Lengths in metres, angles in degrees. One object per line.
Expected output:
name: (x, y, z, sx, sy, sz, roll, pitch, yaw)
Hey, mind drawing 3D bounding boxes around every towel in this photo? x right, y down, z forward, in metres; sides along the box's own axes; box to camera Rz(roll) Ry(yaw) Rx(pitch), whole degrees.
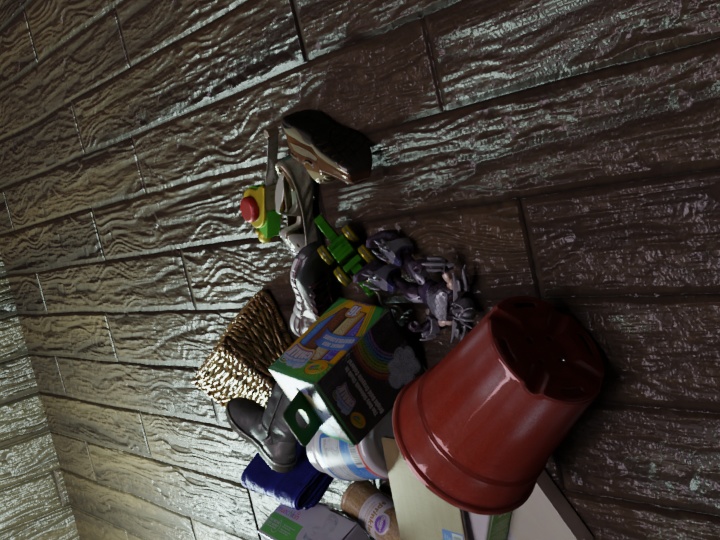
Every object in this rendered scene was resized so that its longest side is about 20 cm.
towel: (-0.106, 0.324, 1.782, 0.050, 0.148, 0.200, 49, 156, -25)

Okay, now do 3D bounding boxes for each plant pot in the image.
plant pot: (0.168, 0.146, 1.233, 0.201, 0.200, 0.196, 56, 136, 24)

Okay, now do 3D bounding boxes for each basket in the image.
basket: (-0.183, 0.153, 1.873, 0.143, 0.149, 0.200, 37, 145, -6)

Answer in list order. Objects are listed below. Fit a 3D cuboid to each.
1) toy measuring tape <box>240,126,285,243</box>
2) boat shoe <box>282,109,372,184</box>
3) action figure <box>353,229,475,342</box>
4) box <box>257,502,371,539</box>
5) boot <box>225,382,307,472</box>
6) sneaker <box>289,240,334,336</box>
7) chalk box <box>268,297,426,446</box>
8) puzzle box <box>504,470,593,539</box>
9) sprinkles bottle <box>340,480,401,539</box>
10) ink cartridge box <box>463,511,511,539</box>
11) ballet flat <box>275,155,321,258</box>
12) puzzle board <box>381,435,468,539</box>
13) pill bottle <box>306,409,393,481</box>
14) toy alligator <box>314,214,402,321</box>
toy measuring tape: (-0.155, -0.138, 1.687, 0.073, 0.073, 0.201, 34, 132, 44)
boat shoe: (-0.044, -0.163, 1.511, 0.200, 0.075, 0.074, 44, 144, 49)
action figure: (0.080, 0.024, 1.407, 0.200, 0.069, 0.131, 34, 127, 41)
box: (-0.041, 0.467, 1.719, 0.200, 0.097, 0.177, 9, 139, 55)
boot: (-0.134, 0.202, 1.710, 0.182, 0.072, 0.201, 37, 129, 28)
sneaker: (-0.047, 0.053, 1.622, 0.115, 0.075, 0.201, 43, 148, 31)
chalk box: (-0.033, 0.153, 1.488, 0.124, 0.200, 0.125, 12, 139, 54)
puzzle box: (0.206, 0.297, 1.382, 0.200, 0.025, 0.133, 55, 145, 25)
sprinkles bottle: (0.051, 0.390, 1.623, 0.200, 0.068, 0.069, 26, 126, 50)
ink cartridge box: (0.131, 0.352, 1.454, 0.145, 0.048, 0.201, 38, 134, 43)
ballet flat: (-0.102, -0.080, 1.637, 0.067, 0.062, 0.201, 21, 122, 52)
puzzle board: (0.095, 0.327, 1.444, 0.150, 0.017, 0.201, -2, 101, 56)
pill bottle: (-0.001, 0.258, 1.599, 0.200, 0.112, 0.113, -21, 87, 58)
toy alligator: (0.000, 0.000, 1.538, 0.200, 0.059, 0.054, 51, -173, 19)
